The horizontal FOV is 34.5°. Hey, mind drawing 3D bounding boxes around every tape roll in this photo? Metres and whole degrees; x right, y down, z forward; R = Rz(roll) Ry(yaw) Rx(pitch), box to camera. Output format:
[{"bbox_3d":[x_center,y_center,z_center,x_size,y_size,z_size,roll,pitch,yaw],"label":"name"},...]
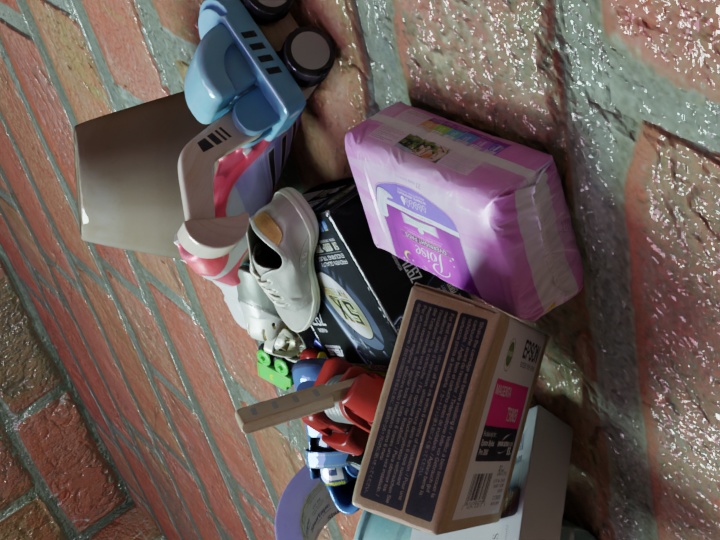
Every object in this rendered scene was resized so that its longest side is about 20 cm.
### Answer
[{"bbox_3d":[0.000,0.317,1.401,0.199,0.199,0.086,39,154,36],"label":"tape roll"}]

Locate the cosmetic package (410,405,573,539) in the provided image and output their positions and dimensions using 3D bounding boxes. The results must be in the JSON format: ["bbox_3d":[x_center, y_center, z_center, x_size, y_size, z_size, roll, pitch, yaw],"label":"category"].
[{"bbox_3d":[0.107,0.234,1.020,0.051,0.202,0.150,32,141,-23],"label":"cosmetic package"}]

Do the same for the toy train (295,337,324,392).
[{"bbox_3d":[0.001,0.097,1.281,0.115,0.085,0.201,31,144,15],"label":"toy train"}]

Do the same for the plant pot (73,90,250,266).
[{"bbox_3d":[-0.208,-0.097,1.208,0.200,0.171,0.204,177,90,-74],"label":"plant pot"}]

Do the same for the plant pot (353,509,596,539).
[{"bbox_3d":[0.125,0.299,1.154,0.195,0.200,0.202,12,133,49],"label":"plant pot"}]

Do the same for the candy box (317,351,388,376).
[{"bbox_3d":[0.008,0.173,1.286,0.101,0.027,0.202,10,135,16],"label":"candy box"}]

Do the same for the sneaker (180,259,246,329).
[{"bbox_3d":[-0.165,0.003,1.373,0.199,0.073,0.116,36,154,37],"label":"sneaker"}]

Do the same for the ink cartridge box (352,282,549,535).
[{"bbox_3d":[0.077,0.110,0.899,0.074,0.167,0.200,16,178,21],"label":"ink cartridge box"}]

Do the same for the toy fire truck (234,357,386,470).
[{"bbox_3d":[-0.017,0.131,1.076,0.199,0.130,0.175,33,165,-21],"label":"toy fire truck"}]

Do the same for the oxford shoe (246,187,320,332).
[{"bbox_3d":[-0.076,-0.001,1.085,0.075,0.058,0.201,44,156,22],"label":"oxford shoe"}]

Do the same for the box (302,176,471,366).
[{"bbox_3d":[0.000,0.000,1.119,0.165,0.086,0.199,60,157,-12],"label":"box"}]

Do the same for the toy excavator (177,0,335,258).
[{"bbox_3d":[-0.113,-0.135,1.015,0.196,0.199,0.100,56,158,0],"label":"toy excavator"}]

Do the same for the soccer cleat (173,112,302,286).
[{"bbox_3d":[-0.104,-0.082,1.110,0.066,0.202,0.076,12,159,47],"label":"soccer cleat"}]

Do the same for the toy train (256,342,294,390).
[{"bbox_3d":[-0.050,0.145,1.426,0.198,0.042,0.057,26,134,30],"label":"toy train"}]

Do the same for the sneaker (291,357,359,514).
[{"bbox_3d":[-0.023,0.175,1.221,0.073,0.083,0.202,-2,132,25],"label":"sneaker"}]

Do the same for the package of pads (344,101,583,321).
[{"bbox_3d":[0.079,-0.049,0.904,0.199,0.075,0.122,28,144,49],"label":"package of pads"}]

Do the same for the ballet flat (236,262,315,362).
[{"bbox_3d":[-0.091,0.055,1.251,0.067,0.064,0.200,19,166,22],"label":"ballet flat"}]
